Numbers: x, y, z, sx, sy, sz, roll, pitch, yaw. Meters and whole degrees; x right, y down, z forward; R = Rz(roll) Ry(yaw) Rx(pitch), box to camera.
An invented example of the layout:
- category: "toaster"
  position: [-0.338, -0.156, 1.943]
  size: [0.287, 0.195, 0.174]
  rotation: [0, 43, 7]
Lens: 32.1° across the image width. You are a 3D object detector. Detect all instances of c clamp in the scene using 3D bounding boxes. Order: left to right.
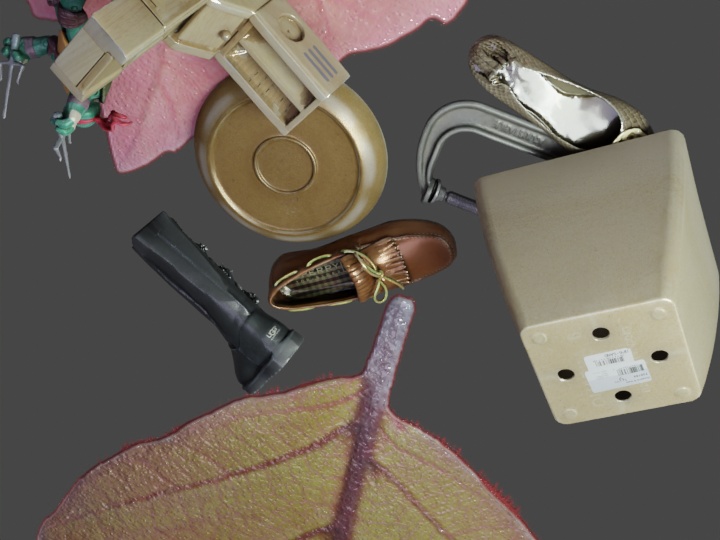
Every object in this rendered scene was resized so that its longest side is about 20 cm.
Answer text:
- category: "c clamp"
  position: [0.138, -0.073, 1.220]
  size: [0.199, 0.027, 0.171]
  rotation: [26, 124, -6]

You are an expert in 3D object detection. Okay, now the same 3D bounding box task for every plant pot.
- category: "plant pot"
  position: [-0.073, -0.108, 1.240]
  size: [0.198, 0.028, 0.201]
  rotation: [5, 124, 8]
- category: "plant pot"
  position: [0.225, 0.022, 1.148]
  size: [0.198, 0.178, 0.201]
  rotation: [-13, 130, 17]

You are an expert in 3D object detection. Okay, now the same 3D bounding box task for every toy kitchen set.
- category: "toy kitchen set"
  position: [-0.110, -0.192, 1.053]
  size: [0.181, 0.200, 0.163]
  rotation: [48, 134, -8]

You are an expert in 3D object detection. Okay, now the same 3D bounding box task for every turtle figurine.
- category: "turtle figurine"
  position: [-0.281, -0.201, 1.185]
  size: [0.149, 0.100, 0.201]
  rotation: [35, 134, 39]

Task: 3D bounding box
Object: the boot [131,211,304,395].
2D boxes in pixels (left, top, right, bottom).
- category: "boot"
  position: [-0.161, 0.035, 1.321]
  size: [0.200, 0.066, 0.165]
  rotation: [40, 154, -3]

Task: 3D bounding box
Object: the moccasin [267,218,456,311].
- category: "moccasin"
  position: [0.000, -0.001, 1.262]
  size: [0.200, 0.078, 0.074]
  rotation: [-9, 122, 13]

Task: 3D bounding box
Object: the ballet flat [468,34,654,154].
- category: "ballet flat"
  position: [0.185, -0.150, 1.143]
  size: [0.199, 0.046, 0.068]
  rotation: [32, 108, -9]
